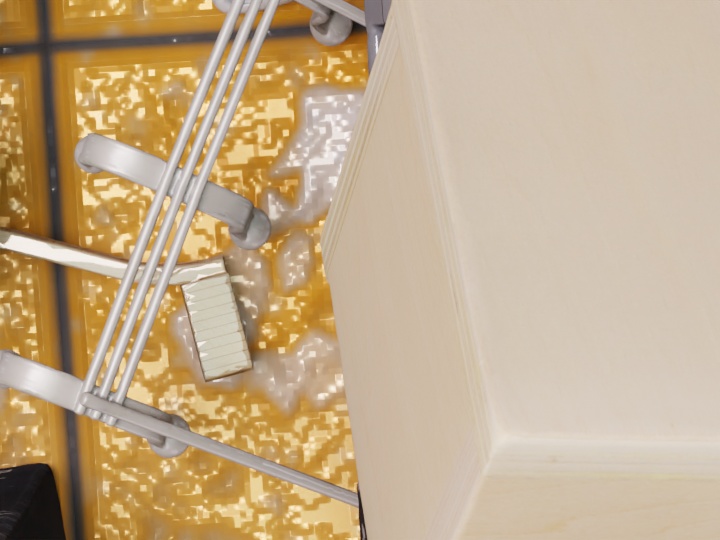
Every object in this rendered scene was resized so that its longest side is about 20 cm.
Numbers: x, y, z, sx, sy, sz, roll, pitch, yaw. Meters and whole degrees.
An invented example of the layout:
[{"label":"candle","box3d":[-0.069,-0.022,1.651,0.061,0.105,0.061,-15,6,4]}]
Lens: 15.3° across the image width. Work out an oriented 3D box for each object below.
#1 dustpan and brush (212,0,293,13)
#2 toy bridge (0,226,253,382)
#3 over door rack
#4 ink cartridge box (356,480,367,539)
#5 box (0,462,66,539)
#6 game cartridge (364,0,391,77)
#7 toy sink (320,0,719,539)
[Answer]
[{"label":"dustpan and brush","box3d":[0.048,-0.122,0.823,0.199,0.057,0.140,-25,102,-7]},{"label":"toy bridge","box3d":[-0.137,0.023,0.833,0.199,0.027,0.067,-14,94,-1]},{"label":"over door rack","box3d":[0.000,0.000,0.805,0.200,0.067,0.148,23,87,-26]},{"label":"ink cartridge box","box3d":[0.099,0.119,0.788,0.199,0.047,0.198,-14,128,-16]},{"label":"box","box3d":[-0.182,0.135,0.755,0.199,0.197,0.118,-8,94,-2]},{"label":"game cartridge","box3d":[0.070,-0.016,0.781,0.133,0.042,0.201,-8,99,-20]},{"label":"toy sink","box3d":[0.065,-0.003,0.679,0.130,0.112,0.200,2,50,-15]}]
